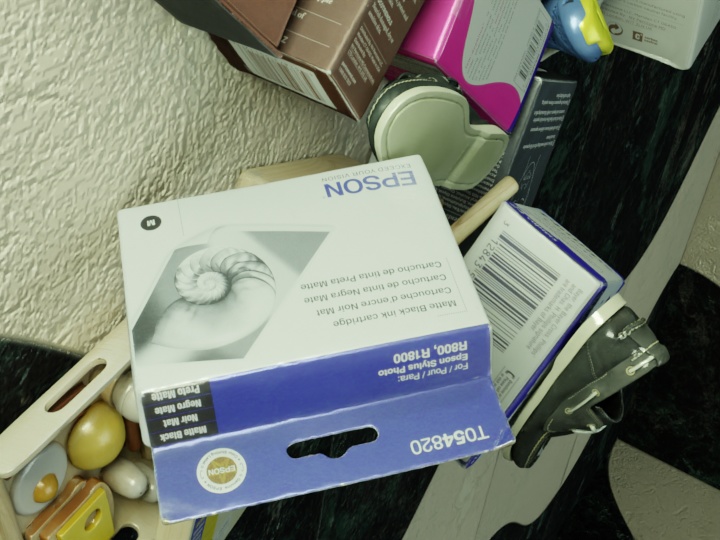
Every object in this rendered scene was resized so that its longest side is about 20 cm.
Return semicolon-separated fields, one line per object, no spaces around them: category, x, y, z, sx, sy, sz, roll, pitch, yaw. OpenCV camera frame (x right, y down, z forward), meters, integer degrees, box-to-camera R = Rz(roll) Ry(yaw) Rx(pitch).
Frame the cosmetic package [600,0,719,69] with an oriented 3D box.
cosmetic package;0.326;-0.361;1.210;0.201;0.166;0.167;-53;155;-25

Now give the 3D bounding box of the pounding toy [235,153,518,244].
pounding toy;0.000;0.000;0.864;0.199;0.141;0.186;-21;132;-61

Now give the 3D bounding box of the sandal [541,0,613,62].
sandal;0.163;-0.221;1.009;0.080;0.086;0.200;63;2;-20

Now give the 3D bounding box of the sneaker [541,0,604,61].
sneaker;0.213;-0.276;1.125;0.100;0.075;0.200;-52;171;-17

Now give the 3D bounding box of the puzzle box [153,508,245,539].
puzzle box;-0.108;0.152;0.853;0.200;0.025;0.135;-45;151;-76

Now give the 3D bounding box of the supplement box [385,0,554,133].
supplement box;0.065;-0.189;0.858;0.102;0.102;0.200;-67;158;1

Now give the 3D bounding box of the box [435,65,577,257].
box;0.105;-0.099;1.046;0.148;0.106;0.202;-19;130;-66

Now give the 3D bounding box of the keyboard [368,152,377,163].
keyboard;0.014;-0.074;1.000;0.056;0.011;0.202;-12;124;-64

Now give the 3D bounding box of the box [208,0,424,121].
box;-0.002;-0.207;0.694;0.202;0.099;0.075;-62;159;-9

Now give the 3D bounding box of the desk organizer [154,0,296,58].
desk organizer;-0.091;-0.184;0.552;0.078;0.071;0.200;-66;159;-2

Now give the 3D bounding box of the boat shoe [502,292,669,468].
boat shoe;0.171;0.105;0.891;0.072;0.067;0.201;-37;162;-42

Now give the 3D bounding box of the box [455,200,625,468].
box;0.124;0.049;0.951;0.185;0.105;0.200;-54;166;12

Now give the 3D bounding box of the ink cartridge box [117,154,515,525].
ink cartridge box;-0.032;0.027;0.636;0.197;0.201;0.041;-11;139;-9

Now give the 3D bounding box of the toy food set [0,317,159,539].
toy food set;-0.167;0.137;0.732;0.144;0.060;0.202;-48;153;-38

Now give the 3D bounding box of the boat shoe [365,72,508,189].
boat shoe;0.042;-0.103;0.776;0.075;0.066;0.199;-54;159;19
